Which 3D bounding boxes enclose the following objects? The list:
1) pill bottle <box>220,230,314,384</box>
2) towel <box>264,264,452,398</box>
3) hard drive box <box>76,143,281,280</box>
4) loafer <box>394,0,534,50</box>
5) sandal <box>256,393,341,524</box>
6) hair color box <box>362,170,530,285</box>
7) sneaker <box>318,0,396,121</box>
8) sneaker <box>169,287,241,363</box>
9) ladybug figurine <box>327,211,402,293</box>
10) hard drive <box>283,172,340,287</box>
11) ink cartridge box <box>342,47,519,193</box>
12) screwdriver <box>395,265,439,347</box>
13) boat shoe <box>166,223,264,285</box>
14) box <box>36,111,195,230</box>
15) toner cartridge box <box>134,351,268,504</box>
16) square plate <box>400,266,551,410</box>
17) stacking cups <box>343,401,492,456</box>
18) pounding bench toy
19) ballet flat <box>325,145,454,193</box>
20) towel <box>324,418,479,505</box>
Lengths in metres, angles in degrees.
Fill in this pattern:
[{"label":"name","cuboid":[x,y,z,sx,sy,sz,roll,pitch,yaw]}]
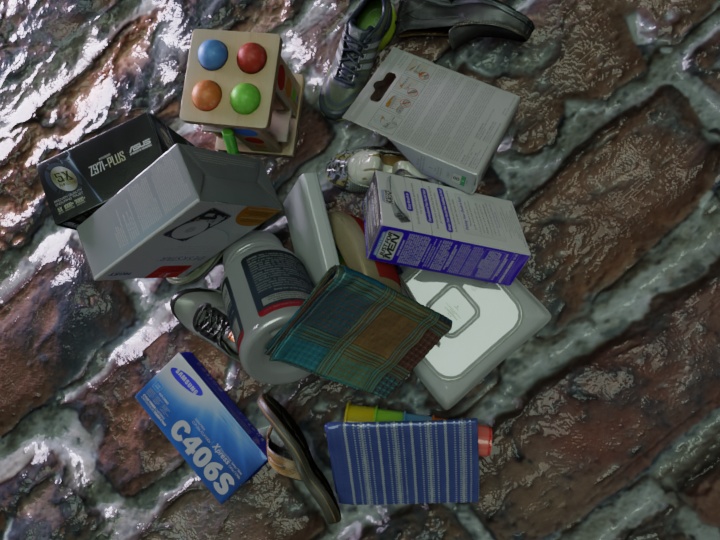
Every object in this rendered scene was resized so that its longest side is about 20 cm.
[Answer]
[{"label":"pill bottle","cuboid":[-0.118,0.038,0.781,0.119,0.120,0.200,-34,44,4]},{"label":"towel","cuboid":[0.005,0.081,0.716,0.147,0.199,0.022,-50,37,18]},{"label":"hard drive box","cuboid":[-0.227,-0.067,0.752,0.199,0.156,0.077,-29,78,27]},{"label":"loafer","cuboid":[0.144,-0.347,0.843,0.199,0.073,0.073,20,97,19]},{"label":"sandal","cuboid":[-0.094,0.263,0.815,0.054,0.082,0.201,-30,88,-4]},{"label":"hair color box","cuboid":[0.106,-0.054,0.760,0.198,0.065,0.110,12,43,-15]},{"label":"sneaker","cuboid":[-0.010,-0.313,0.852,0.073,0.081,0.201,21,88,10]},{"label":"sneaker","cuboid":[-0.188,0.081,0.844,0.199,0.079,0.074,27,91,11]},{"label":"ladybug figurine","cuboid":[0.000,0.000,0.799,0.071,0.136,0.201,-11,56,-21]},{"label":"hard drive","cuboid":[-0.061,-0.016,0.810,0.026,0.132,0.202,-12,82,-21]},{"label":"ink cartridge box","cuboid":[0.098,-0.210,0.814,0.199,0.050,0.162,25,63,14]},{"label":"screwdriver","cuboid":[0.064,0.018,0.812,0.029,0.028,0.201,-23,64,-20]},{"label":"boat shoe","cuboid":[-0.212,-0.043,0.869,0.200,0.062,0.075,-38,75,19]},{"label":"box","cuboid":[-0.303,-0.115,0.817,0.163,0.200,0.087,-23,82,6]},{"label":"toner cartridge box","cuboid":[-0.224,0.223,0.854,0.095,0.043,0.200,-44,80,1]},{"label":"square plate","cuboid":[0.127,0.055,0.824,0.198,0.028,0.200,-42,80,3]},{"label":"stacking cups","cuboid":[0.077,0.215,0.804,0.198,0.061,0.061,3,85,6]},{"label":"pounding bench toy","cuboid":[-0.167,-0.209,0.828,0.123,0.156,0.202,7,86,9]},{"label":"ballet flat","cuboid":[0.043,-0.143,0.835,0.198,0.072,0.073,8,86,10]},{"label":"towel","cuboid":[0.056,0.253,0.786,0.198,0.024,0.146,-3,117,7]}]
